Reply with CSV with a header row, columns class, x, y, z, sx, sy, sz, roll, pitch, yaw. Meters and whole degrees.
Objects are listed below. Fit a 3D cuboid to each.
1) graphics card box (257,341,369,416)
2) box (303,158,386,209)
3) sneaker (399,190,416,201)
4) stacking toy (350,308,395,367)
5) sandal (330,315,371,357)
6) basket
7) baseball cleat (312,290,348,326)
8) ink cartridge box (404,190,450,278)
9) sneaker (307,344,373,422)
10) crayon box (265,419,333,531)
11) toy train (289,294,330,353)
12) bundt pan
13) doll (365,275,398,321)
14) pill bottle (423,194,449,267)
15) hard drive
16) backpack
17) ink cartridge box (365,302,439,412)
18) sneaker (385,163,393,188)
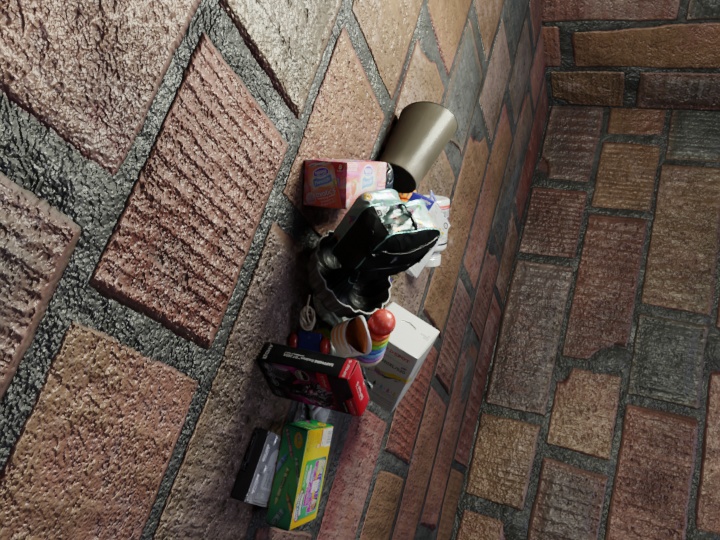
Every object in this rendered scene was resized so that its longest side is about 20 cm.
class,x,y,z,sx,sy,sz,roll,pitch,yaw
graphics card box,-0.090,0.209,1.196,0.126,0.199,0.051,76,33,-44
box,-0.029,-0.186,1.313,0.200,0.102,0.095,-19,116,-62
sneaker,0.118,-0.165,1.631,0.112,0.077,0.201,77,16,-61
stacking toy,0.029,0.134,1.306,0.200,0.085,0.086,112,1,-60
sandal,-0.036,0.150,1.298,0.059,0.207,0.080,-12,80,-24
basket,0.132,-0.306,1.569,0.136,0.180,0.201,45,61,-31
baseball cleat,-0.054,0.086,1.414,0.107,0.069,0.200,-104,167,-51
ink cartridge box,0.146,-0.100,1.549,0.201,0.076,0.136,-55,148,-6
sneaker,-0.038,0.263,1.402,0.078,0.139,0.201,11,88,-66
crayon box,-0.123,0.417,1.278,0.119,0.058,0.201,22,78,-65
toy train,-0.094,0.143,1.320,0.116,0.084,0.201,-21,117,-74
bundt pan,-0.033,0.015,1.319,0.201,0.076,0.203,23,51,-31
doll,0.035,0.090,1.571,0.137,0.048,0.201,-84,-162,-78
pill bottle,0.204,-0.118,1.846,0.111,0.111,0.201,-28,124,-61
hard drive,-0.179,0.412,1.268,0.200,0.038,0.140,54,49,-57
backpack,0.056,-0.072,1.264,0.199,0.154,0.176,-4,146,-35
ink cartridge box,0.078,0.217,1.558,0.145,0.147,0.201,-41,158,-53
sneaker,0.034,-0.163,1.473,0.147,0.076,0.203,82,17,-57
